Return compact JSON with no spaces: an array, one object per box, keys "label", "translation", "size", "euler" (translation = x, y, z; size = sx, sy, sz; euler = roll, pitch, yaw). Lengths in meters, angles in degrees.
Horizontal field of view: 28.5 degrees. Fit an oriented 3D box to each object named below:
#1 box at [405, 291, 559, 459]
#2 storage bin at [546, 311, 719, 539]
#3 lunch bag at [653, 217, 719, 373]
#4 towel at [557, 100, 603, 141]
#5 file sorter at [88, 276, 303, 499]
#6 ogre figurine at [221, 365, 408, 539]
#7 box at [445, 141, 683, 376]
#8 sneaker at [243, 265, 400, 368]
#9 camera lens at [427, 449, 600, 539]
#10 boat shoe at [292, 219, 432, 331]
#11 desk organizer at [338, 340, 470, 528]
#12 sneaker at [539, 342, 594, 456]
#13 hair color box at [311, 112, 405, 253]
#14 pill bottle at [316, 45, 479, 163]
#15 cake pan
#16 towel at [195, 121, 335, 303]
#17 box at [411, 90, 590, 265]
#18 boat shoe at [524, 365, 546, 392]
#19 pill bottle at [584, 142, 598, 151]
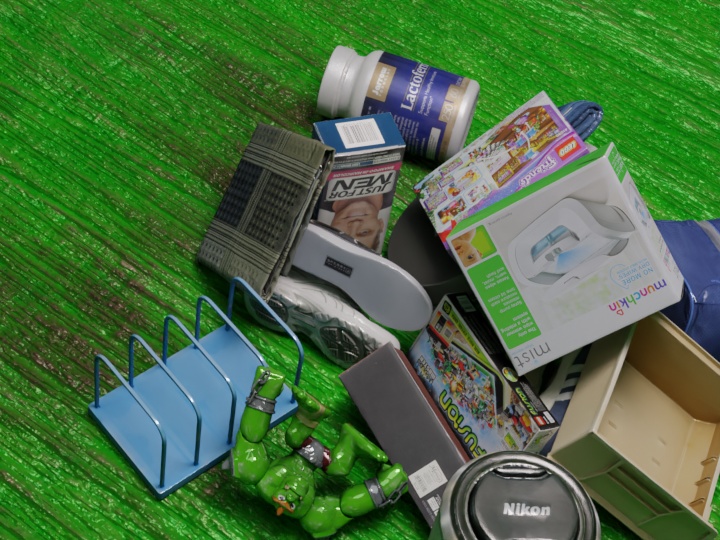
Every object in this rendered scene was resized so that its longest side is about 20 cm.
[{"label":"box","translation":[0.134,0.135,1.598],"size":[0.034,0.111,0.201],"euler":[-5,49,-40]},{"label":"storage bin","translation":[0.329,0.177,1.574],"size":[0.198,0.094,0.201],"euler":[38,50,-11]},{"label":"lunch bag","translation":[0.408,0.026,1.713],"size":[0.131,0.137,0.201],"euler":[0,40,-15]},{"label":"towel","translation":[0.216,-0.161,1.796],"size":[0.112,0.199,0.049],"euler":[-45,103,-27]},{"label":"file sorter","translation":[-0.178,0.120,1.548],"size":[0.199,0.123,0.139],"euler":[-31,61,-29]},{"label":"ogre figurine","translation":[-0.055,0.205,1.498],"size":[0.120,0.200,0.098],"euler":[-52,28,-1]},{"label":"box","translation":[0.224,-0.012,1.545],"size":[0.178,0.199,0.097],"euler":[62,20,-5]},{"label":"sneaker","translation":[-0.032,0.042,1.670],"size":[0.199,0.078,0.100],"euler":[28,47,11]},{"label":"camera lens","translation":[0.144,0.289,1.418],"size":[0.158,0.201,0.161],"euler":[5,51,-6]},{"label":"boat shoe","translation":[0.000,0.000,1.648],"size":[0.198,0.070,0.066],"euler":[26,24,9]},{"label":"desk organizer","translation":[0.063,0.184,1.567],"size":[0.071,0.077,0.201],"euler":[-34,76,6]},{"label":"sneaker","translation":[0.253,0.150,1.640],"size":[0.084,0.075,0.201],"euler":[32,58,8]},{"label":"hair color box","translation":[-0.014,-0.091,1.696],"size":[0.099,0.201,0.061],"euler":[-10,52,-18]},{"label":"pill bottle","translation":[0.049,-0.222,1.872],"size":[0.198,0.116,0.116],"euler":[18,50,5]},{"label":"cake pan","translation":[0.114,-0.042,1.712],"size":[0.199,0.037,0.202],"euler":[-23,42,22]},{"label":"towel","translation":[-0.108,-0.069,1.644],"size":[0.034,0.194,0.200],"euler":[24,2,-32]},{"label":"box","translation":[0.167,-0.108,1.665],"size":[0.199,0.039,0.137],"euler":[-36,38,9]},{"label":"boat shoe","translation":[0.194,0.092,1.678],"size":[0.066,0.075,0.200],"euler":[-8,42,43]},{"label":"pill bottle","translation":[0.236,-0.065,1.778],"size":[0.113,0.114,0.200],"euler":[31,52,15]}]
